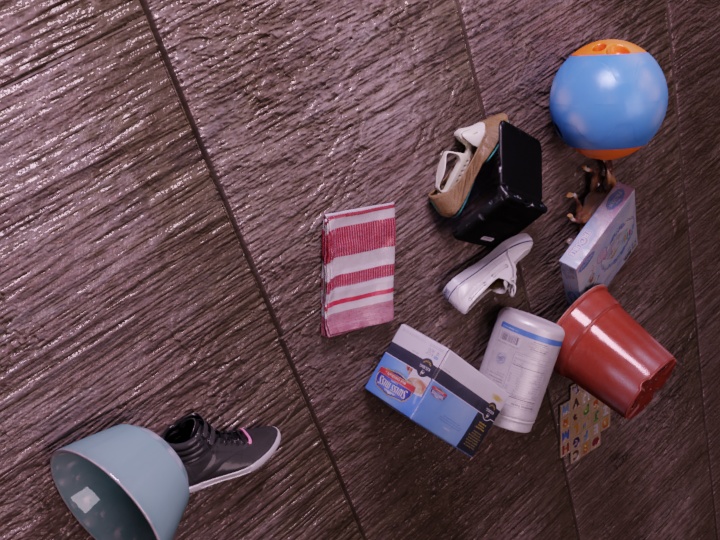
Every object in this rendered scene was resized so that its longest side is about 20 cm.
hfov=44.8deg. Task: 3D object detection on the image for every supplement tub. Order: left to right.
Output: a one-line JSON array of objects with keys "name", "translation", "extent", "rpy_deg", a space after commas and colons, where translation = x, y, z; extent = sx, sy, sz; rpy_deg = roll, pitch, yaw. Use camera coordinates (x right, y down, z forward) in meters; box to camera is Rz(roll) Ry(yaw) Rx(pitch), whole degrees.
[{"name": "supplement tub", "translation": [0.288, 0.182, 1.620], "extent": [0.131, 0.131, 0.203], "rpy_deg": [12, 99, -40]}]

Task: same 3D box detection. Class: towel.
[{"name": "towel", "translation": [0.000, 0.000, 1.399], "extent": [0.142, 0.023, 0.203], "rpy_deg": [-13, 114, -35]}]

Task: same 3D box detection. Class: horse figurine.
[{"name": "horse figurine", "translation": [0.443, -0.142, 1.674], "extent": [0.132, 0.050, 0.202], "rpy_deg": [36, 78, -49]}]

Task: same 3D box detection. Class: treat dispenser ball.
[{"name": "treat dispenser ball", "translation": [0.427, -0.294, 1.510], "extent": [0.199, 0.200, 0.204], "rpy_deg": [-14, 114, -33]}]

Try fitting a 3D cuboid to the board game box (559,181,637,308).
[{"name": "board game box", "translation": [0.467, -0.037, 1.702], "extent": [0.201, 0.043, 0.200], "rpy_deg": [-50, 149, -13]}]

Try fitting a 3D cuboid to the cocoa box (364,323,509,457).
[{"name": "cocoa box", "translation": [0.133, 0.209, 1.504], "extent": [0.199, 0.133, 0.132], "rpy_deg": [37, 83, -40]}]

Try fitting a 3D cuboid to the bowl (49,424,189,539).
[{"name": "bowl", "translation": [-0.307, 0.286, 1.169], "extent": [0.105, 0.198, 0.203], "rpy_deg": [-44, 130, -41]}]

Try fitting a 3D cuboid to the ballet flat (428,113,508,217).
[{"name": "ballet flat", "translation": [0.173, -0.187, 1.448], "extent": [0.072, 0.068, 0.202], "rpy_deg": [31, 90, -24]}]

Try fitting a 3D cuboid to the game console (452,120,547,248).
[{"name": "game console", "translation": [0.236, -0.139, 1.486], "extent": [0.175, 0.117, 0.199], "rpy_deg": [-39, 158, 23]}]

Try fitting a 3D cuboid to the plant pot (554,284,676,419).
[{"name": "plant pot", "translation": [0.483, 0.167, 1.684], "extent": [0.200, 0.195, 0.202], "rpy_deg": [-33, 147, -25]}]

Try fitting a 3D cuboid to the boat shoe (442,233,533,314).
[{"name": "boat shoe", "translation": [0.245, 0.014, 1.538], "extent": [0.201, 0.086, 0.075], "rpy_deg": [-32, 157, -24]}]

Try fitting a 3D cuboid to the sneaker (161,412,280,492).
[{"name": "sneaker", "translation": [-0.207, 0.252, 1.293], "extent": [0.198, 0.071, 0.101], "rpy_deg": [-18, 122, -28]}]

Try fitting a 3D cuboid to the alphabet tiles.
[{"name": "alphabet tiles", "translation": [0.492, 0.319, 1.910], "extent": [0.165, 0.006, 0.203], "rpy_deg": [-22, 119, -31]}]
